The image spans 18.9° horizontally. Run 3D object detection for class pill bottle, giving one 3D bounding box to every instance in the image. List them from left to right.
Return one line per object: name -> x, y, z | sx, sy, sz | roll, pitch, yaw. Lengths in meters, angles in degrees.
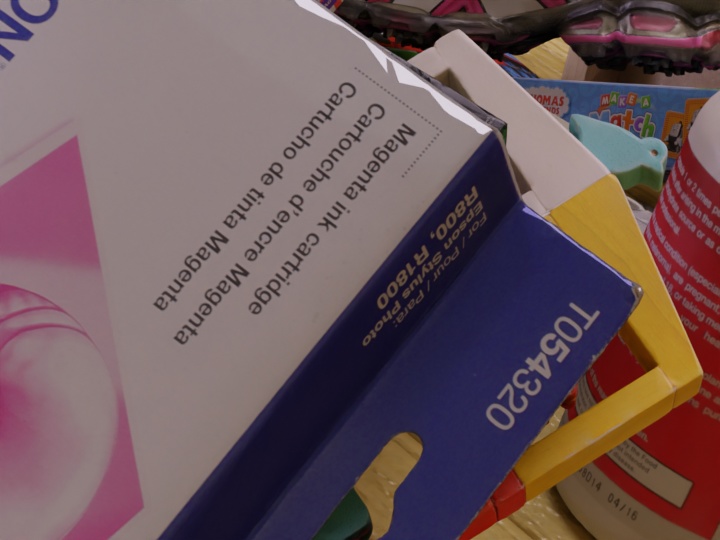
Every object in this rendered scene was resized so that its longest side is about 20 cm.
pill bottle -> 0.150, 0.007, 0.746 | 0.112, 0.201, 0.112 | 17, 25, -8

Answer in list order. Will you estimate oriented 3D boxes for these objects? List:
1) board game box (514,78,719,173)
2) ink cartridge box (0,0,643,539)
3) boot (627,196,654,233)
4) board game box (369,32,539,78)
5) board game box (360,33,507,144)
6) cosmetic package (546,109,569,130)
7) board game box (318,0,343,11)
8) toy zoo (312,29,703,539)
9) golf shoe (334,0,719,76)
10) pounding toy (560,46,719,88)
board game box -> 0.159, -0.056, 0.952 | 0.151, 0.037, 0.199 | 6, 2, -42
ink cartridge box -> -0.058, 0.014, 0.573 | 0.200, 0.197, 0.043 | 36, -14, 13
boot -> 0.079, -0.011, 0.901 | 0.200, 0.074, 0.095 | 36, 17, 18
board game box -> -0.009, -0.122, 1.067 | 0.151, 0.037, 0.200 | 3, 30, -41
board game box -> -0.056, 0.013, 0.609 | 0.104, 0.200, 0.023 | 33, -15, 13
cosmetic package -> 0.000, 0.000, 0.758 | 0.073, 0.104, 0.200 | 29, 27, 15
board game box -> -0.123, -0.111, 0.833 | 0.199, 0.152, 0.046 | 33, -11, 25
toy zoo -> 0.006, 0.016, 0.626 | 0.199, 0.020, 0.132 | -31, 70, -7
golf shoe -> 0.070, -0.139, 0.964 | 0.199, 0.093, 0.073 | 5, 2, 11
pounding toy -> 0.230, -0.112, 1.104 | 0.199, 0.185, 0.142 | 29, 25, 35
